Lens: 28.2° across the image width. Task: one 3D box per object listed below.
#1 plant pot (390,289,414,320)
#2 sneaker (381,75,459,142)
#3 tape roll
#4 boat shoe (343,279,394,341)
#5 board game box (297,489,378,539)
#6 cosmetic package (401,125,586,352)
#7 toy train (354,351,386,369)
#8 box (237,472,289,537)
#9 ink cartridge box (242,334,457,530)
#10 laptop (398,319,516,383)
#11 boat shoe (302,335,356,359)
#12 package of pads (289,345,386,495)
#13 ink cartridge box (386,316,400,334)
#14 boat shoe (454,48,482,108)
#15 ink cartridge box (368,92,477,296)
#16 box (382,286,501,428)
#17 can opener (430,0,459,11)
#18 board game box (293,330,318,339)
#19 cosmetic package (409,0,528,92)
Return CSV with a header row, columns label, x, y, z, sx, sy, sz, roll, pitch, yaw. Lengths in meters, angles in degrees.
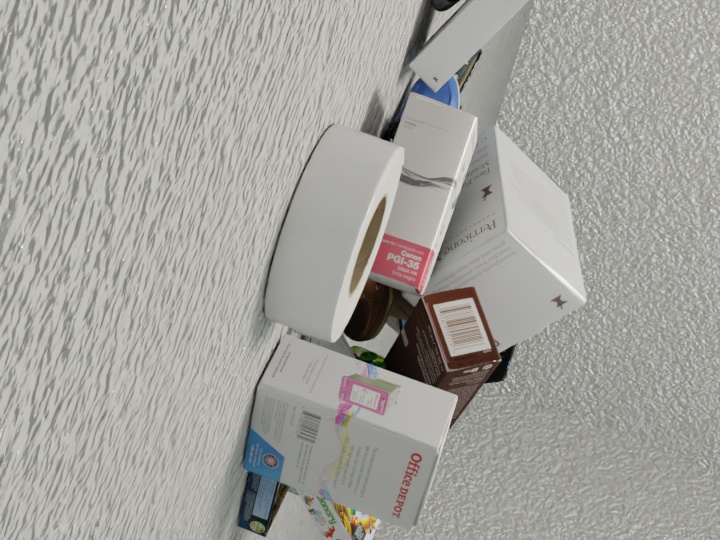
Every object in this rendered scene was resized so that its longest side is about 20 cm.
label,x,y,z,sx,sy,sz,roll,pitch,yaw
plant pot,0.059,-0.005,1.860,0.093,0.201,0.201,-30,-165,28
sneaker,0.075,-0.172,1.755,0.200,0.077,0.111,-62,-179,-15
tape roll,-0.023,-0.036,1.368,0.202,0.071,0.203,20,90,-83
boat shoe,0.000,0.000,1.730,0.067,0.072,0.201,-20,131,-42
board game box,-0.015,0.243,1.707,0.127,0.035,0.200,62,23,-15
cosmetic package,0.158,-0.032,1.771,0.165,0.165,0.200,-33,-145,26
toy train,0.024,0.150,1.692,0.200,0.056,0.042,-137,-139,-59
box,-0.084,0.196,1.695,0.200,0.038,0.137,-63,170,-50
ink cartridge box,-0.011,0.172,1.510,0.085,0.199,0.145,-63,171,-45
laptop,0.114,0.064,1.906,0.200,0.177,0.104,-62,136,-55
boat shoe,-0.010,0.150,1.628,0.065,0.073,0.201,-36,-110,54
package of pads,-0.031,0.203,1.881,0.154,0.068,0.201,152,-40,-74
ink cartridge box,0.124,0.024,2.016,0.043,0.174,0.200,25,103,-45
boat shoe,0.110,-0.234,1.945,0.076,0.060,0.201,92,18,-70
ink cartridge box,0.063,-0.081,1.595,0.147,0.082,0.201,45,64,-84
box,0.089,0.110,1.683,0.200,0.075,0.100,113,-37,-58
can opener,0.127,-0.379,1.770,0.067,0.053,0.200,-37,-166,33
board game box,-0.019,-0.034,1.569,0.126,0.034,0.201,-49,158,-75
cosmetic package,0.152,-0.312,1.716,0.200,0.052,0.151,-44,-171,21
